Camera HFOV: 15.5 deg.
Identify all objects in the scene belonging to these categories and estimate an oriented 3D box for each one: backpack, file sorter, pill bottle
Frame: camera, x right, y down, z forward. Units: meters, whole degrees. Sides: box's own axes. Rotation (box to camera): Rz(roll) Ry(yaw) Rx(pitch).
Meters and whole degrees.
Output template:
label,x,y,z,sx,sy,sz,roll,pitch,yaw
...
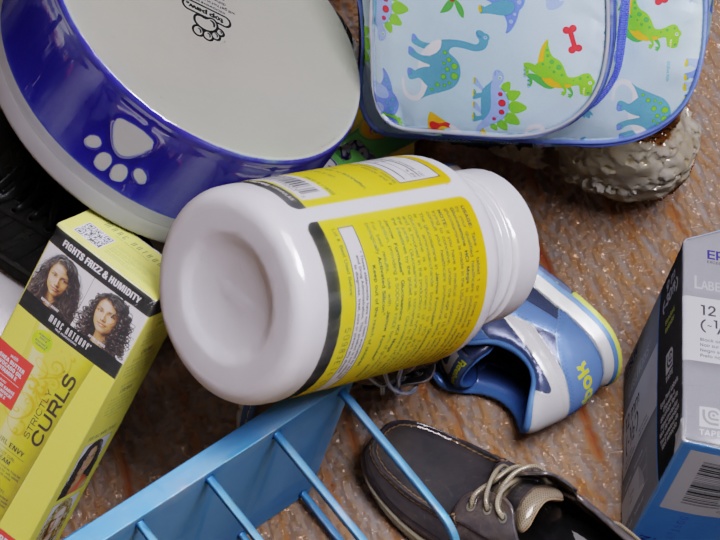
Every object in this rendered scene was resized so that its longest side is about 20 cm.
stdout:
label,x,y,z,sx,sy,sz,roll,pitch,yaw
backpack,0.097,-0.153,1.470,0.198,0.184,0.147,3,20,9
file sorter,-0.062,0.173,1.414,0.199,0.139,0.123,-32,71,-27
pill bottle,0.000,0.000,1.391,0.199,0.113,0.113,-11,56,-45

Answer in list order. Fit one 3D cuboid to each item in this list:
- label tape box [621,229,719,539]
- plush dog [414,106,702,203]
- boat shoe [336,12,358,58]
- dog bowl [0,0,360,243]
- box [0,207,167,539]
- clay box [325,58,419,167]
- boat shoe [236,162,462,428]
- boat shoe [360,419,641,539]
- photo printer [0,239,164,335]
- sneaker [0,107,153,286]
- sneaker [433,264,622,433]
label,x,y,z,sx,sy,sz,roll,pitch,yaw
label tape box,0.197,0.054,1.535,0.066,0.144,0.201,7,56,-6
plush dog,0.129,-0.104,1.624,0.171,0.200,0.161,29,84,17
boat shoe,-0.094,-0.163,1.603,0.199,0.061,0.076,13,42,20
dog bowl,-0.101,-0.114,1.451,0.199,0.079,0.201,24,41,-22
box,-0.167,0.069,1.428,0.075,0.201,0.050,37,26,13
clay box,-0.054,-0.100,1.614,0.114,0.048,0.200,-26,47,-24
boat shoe,0.011,0.033,1.515,0.072,0.072,0.200,41,94,21
boat shoe,0.093,0.138,1.502,0.199,0.073,0.075,30,56,9
photo printer,-0.202,-0.011,1.547,0.199,0.070,0.167,33,57,11
sneaker,-0.204,-0.054,1.469,0.199,0.104,0.060,23,56,5
sneaker,0.059,0.019,1.576,0.200,0.074,0.082,37,60,15
